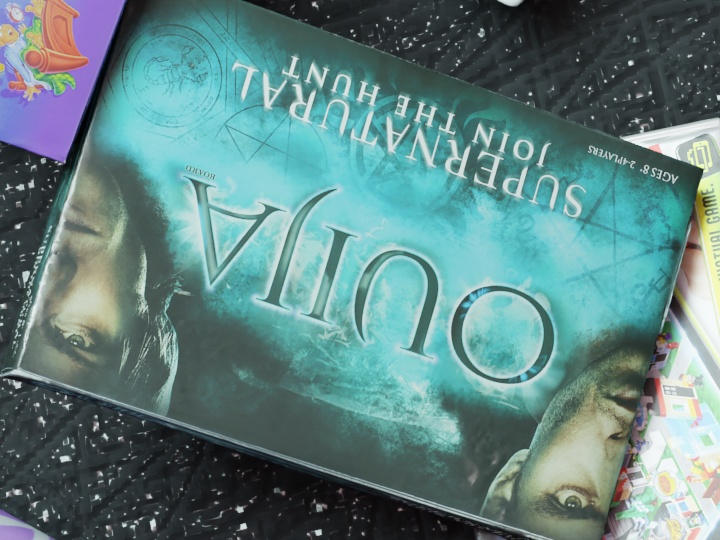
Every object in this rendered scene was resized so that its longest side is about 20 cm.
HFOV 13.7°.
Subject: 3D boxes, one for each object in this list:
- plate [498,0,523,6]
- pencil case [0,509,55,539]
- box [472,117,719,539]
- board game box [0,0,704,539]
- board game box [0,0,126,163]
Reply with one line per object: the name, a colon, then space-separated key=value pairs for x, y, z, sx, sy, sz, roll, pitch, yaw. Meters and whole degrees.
plate: x=0.005 y=-0.218 z=0.993 sx=0.200 sy=0.200 sz=0.032 roll=36 pitch=47 yaw=29
pencil case: x=-0.122 y=0.127 z=0.995 sx=0.200 sy=0.084 sz=0.086 roll=30 pitch=97 yaw=16
box: x=0.088 y=0.058 z=0.997 sx=0.110 sy=0.035 sz=0.201 roll=-12 pitch=77 yaw=7
board game box: x=0.000 y=0.000 z=0.949 sx=0.199 sy=0.028 sz=0.136 roll=18 pitch=81 yaw=-14
board game box: x=-0.082 y=-0.147 z=0.947 sx=0.045 sy=0.134 sz=0.201 roll=19 pitch=101 yaw=-12
